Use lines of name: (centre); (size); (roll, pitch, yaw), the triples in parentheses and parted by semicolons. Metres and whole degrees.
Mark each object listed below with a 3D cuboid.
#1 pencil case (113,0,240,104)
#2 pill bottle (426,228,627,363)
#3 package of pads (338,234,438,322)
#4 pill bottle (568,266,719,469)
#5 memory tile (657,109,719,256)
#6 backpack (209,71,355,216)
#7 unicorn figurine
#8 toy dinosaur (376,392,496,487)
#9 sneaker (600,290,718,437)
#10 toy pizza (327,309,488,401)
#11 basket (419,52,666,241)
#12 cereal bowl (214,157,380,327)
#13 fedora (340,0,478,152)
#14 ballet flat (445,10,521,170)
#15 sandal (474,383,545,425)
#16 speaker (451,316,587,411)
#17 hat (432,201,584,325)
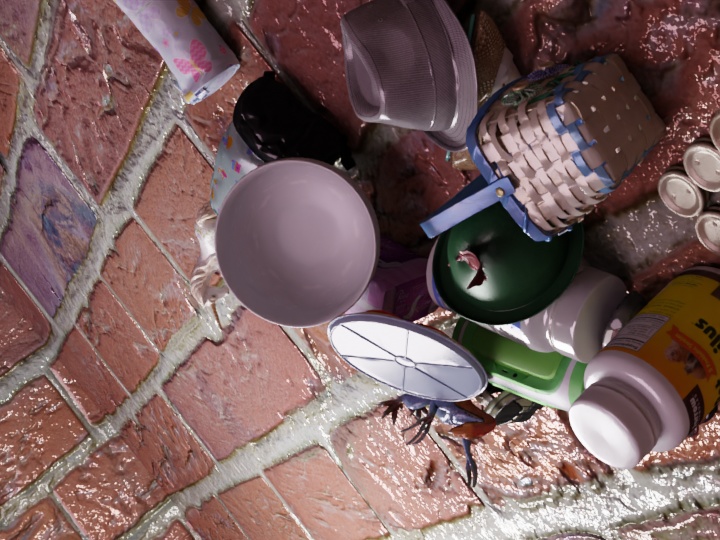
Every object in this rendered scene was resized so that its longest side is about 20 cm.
pencil case: (-0.245, -0.316, 1.508); (0.091, 0.083, 0.200); (-32, 95, 40)
pill bottle: (0.177, 0.020, 1.241); (0.200, 0.114, 0.114); (24, 142, 42)
package of pads: (0.000, 0.000, 1.477); (0.200, 0.120, 0.076); (29, 125, 36)
pill bottle: (0.283, 0.091, 1.071); (0.109, 0.200, 0.109); (37, 150, 26)
memory tile: (0.346, -0.068, 0.986); (0.153, 0.017, 0.200); (47, 153, 9)
backpack: (-0.114, -0.130, 1.483); (0.167, 0.127, 0.200); (46, 147, 13)
unicorn figurine: (-0.209, -0.035, 1.735); (0.074, 0.137, 0.200); (24, 143, 40)
toy dinosaur: (0.104, 0.167, 1.458); (0.105, 0.201, 0.181); (16, 160, -34)
sneaker: (0.316, 0.105, 1.193); (0.115, 0.076, 0.200); (27, 155, 30)
toy pizza: (0.057, 0.096, 1.367); (0.200, 0.032, 0.200); (18, 154, 9)
basket: (0.162, -0.105, 1.057); (0.139, 0.176, 0.200); (52, 134, -4)
cereal bowl: (-0.070, -0.038, 1.378); (0.200, 0.200, 0.083); (53, -164, -4)
fedora: (0.034, -0.201, 1.143); (0.177, 0.090, 0.200); (89, 161, -46)
ballet flat: (0.129, -0.174, 1.154); (0.065, 0.071, 0.200); (15, 147, 8)
sandal: (0.184, 0.161, 1.465); (0.201, 0.080, 0.057); (129, 133, -64)
speaker: (0.200, 0.102, 1.335); (0.200, 0.088, 0.089); (19, 139, 46)
hat: (0.115, -0.050, 1.128); (0.200, 0.166, 0.176); (26, 172, 42)
